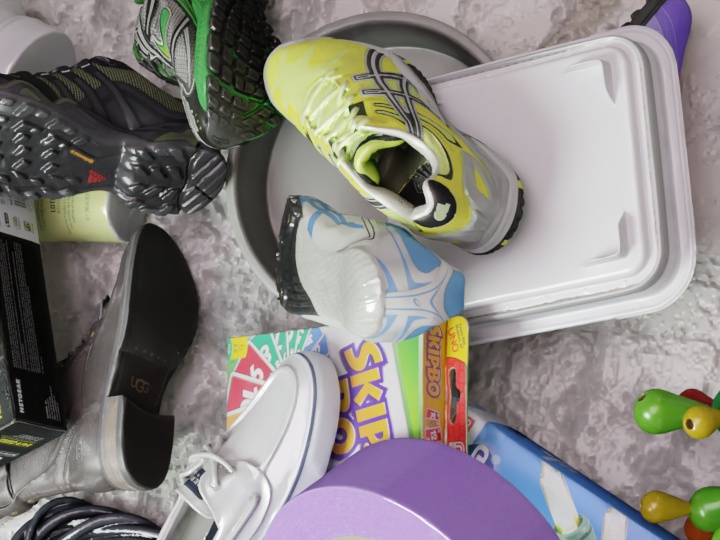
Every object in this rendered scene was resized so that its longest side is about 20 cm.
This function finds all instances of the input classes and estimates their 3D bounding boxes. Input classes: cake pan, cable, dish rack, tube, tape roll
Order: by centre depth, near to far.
[{"bbox_3d":[0.037,0.199,1.591,0.200,0.066,0.200,22,128,31],"label":"tape roll"},{"bbox_3d":[0.095,-0.049,1.625,0.200,0.044,0.172,-12,76,33],"label":"dish rack"},{"bbox_3d":[0.013,-0.061,1.724,0.200,0.037,0.200,-4,79,21],"label":"cake pan"},{"bbox_3d":[-0.161,0.235,1.730,0.163,0.051,0.200,-17,74,18],"label":"cable"},{"bbox_3d":[-0.239,-0.046,1.817,0.200,0.052,0.058,4,50,26],"label":"tube"}]

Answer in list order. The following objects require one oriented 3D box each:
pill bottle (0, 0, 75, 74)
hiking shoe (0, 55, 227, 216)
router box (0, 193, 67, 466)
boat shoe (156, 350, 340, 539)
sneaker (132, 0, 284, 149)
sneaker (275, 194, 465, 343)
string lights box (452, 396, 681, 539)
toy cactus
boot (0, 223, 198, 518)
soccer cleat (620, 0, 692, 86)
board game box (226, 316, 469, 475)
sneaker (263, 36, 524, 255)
[{"bbox_3d":[-0.290,-0.156,1.822,0.200,0.111,0.111,25,90,23],"label":"pill bottle"},{"bbox_3d":[-0.184,-0.094,1.743,0.101,0.200,0.076,-98,27,-55],"label":"hiking shoe"},{"bbox_3d":[-0.265,0.035,1.755,0.149,0.051,0.200,-28,61,33],"label":"router box"},{"bbox_3d":[-0.077,0.137,1.649,0.074,0.065,0.200,31,100,55],"label":"boat shoe"},{"bbox_3d":[-0.097,-0.135,1.737,0.085,0.078,0.200,-38,33,19],"label":"sneaker"},{"bbox_3d":[0.000,0.000,1.627,0.200,0.072,0.072,-148,64,-65],"label":"sneaker"},{"bbox_3d":[0.111,0.169,1.630,0.200,0.059,0.103,33,95,24],"label":"string lights box"},{"bbox_3d":[0.260,0.110,1.579,0.200,0.102,0.165,32,74,26],"label":"toy cactus"},{"bbox_3d":[-0.197,0.072,1.765,0.174,0.069,0.200,-12,57,34],"label":"boot"},{"bbox_3d":[0.162,-0.070,1.654,0.073,0.068,0.200,27,94,20],"label":"soccer cleat"},{"bbox_3d":[-0.010,0.081,1.666,0.200,0.030,0.096,-8,79,45],"label":"board game box"},{"bbox_3d":[0.010,-0.083,1.616,0.200,0.076,0.075,36,105,34],"label":"sneaker"}]
